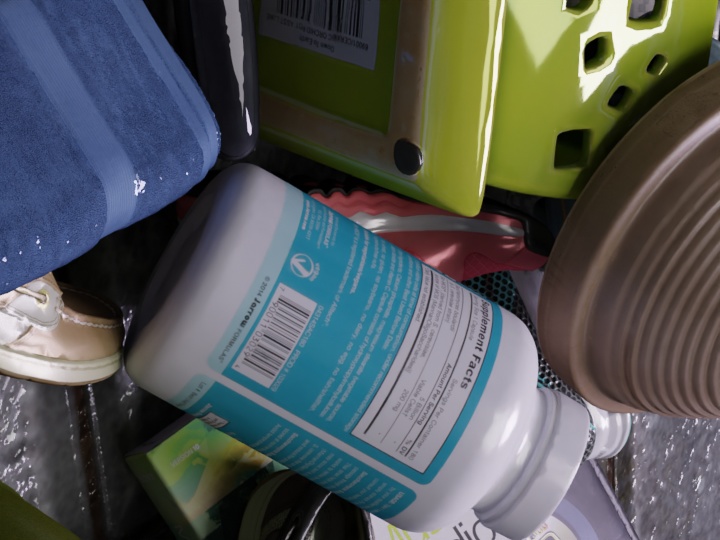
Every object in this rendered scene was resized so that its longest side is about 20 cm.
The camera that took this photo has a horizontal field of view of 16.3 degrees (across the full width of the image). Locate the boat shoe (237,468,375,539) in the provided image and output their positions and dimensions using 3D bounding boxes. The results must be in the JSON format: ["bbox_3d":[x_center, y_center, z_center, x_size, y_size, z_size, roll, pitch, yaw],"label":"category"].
[{"bbox_3d":[-0.029,0.189,1.155,0.071,0.066,0.203,9,77,-19],"label":"boat shoe"}]

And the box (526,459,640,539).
[{"bbox_3d":[0.046,0.161,1.357,0.200,0.086,0.164,-47,120,-34],"label":"box"}]

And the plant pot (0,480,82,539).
[{"bbox_3d":[-0.145,0.191,1.025,0.200,0.192,0.202,-31,130,-46],"label":"plant pot"}]

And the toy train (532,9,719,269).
[{"bbox_3d":[0.144,-0.041,1.303,0.085,0.113,0.201,-76,158,-59],"label":"toy train"}]

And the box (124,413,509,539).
[{"bbox_3d":[-0.004,0.134,1.232,0.144,0.036,0.201,-36,95,-27],"label":"box"}]

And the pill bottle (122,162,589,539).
[{"bbox_3d":[0.002,0.045,1.119,0.199,0.111,0.111,30,76,-13],"label":"pill bottle"}]

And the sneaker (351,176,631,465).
[{"bbox_3d":[0.053,0.031,1.286,0.091,0.200,0.078,-38,179,-30],"label":"sneaker"}]

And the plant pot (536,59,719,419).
[{"bbox_3d":[0.187,0.000,1.180,0.200,0.093,0.202,-29,142,-26],"label":"plant pot"}]

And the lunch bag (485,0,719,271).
[{"bbox_3d":[0.147,-0.098,1.385,0.167,0.139,0.202,-8,116,-24],"label":"lunch bag"}]

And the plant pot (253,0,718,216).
[{"bbox_3d":[0.037,-0.139,1.151,0.181,0.199,0.201,-18,122,-45],"label":"plant pot"}]

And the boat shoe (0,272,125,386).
[{"bbox_3d":[-0.159,0.001,1.025,0.200,0.074,0.067,15,98,-58],"label":"boat shoe"}]

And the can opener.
[{"bbox_3d":[-0.070,-0.145,1.082,0.064,0.078,0.201,-108,-172,-62],"label":"can opener"}]

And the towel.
[{"bbox_3d":[-0.136,-0.056,0.996,0.112,0.048,0.200,58,32,-2],"label":"towel"}]

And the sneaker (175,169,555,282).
[{"bbox_3d":[0.000,0.000,1.218,0.199,0.074,0.088,2,101,-24],"label":"sneaker"}]
